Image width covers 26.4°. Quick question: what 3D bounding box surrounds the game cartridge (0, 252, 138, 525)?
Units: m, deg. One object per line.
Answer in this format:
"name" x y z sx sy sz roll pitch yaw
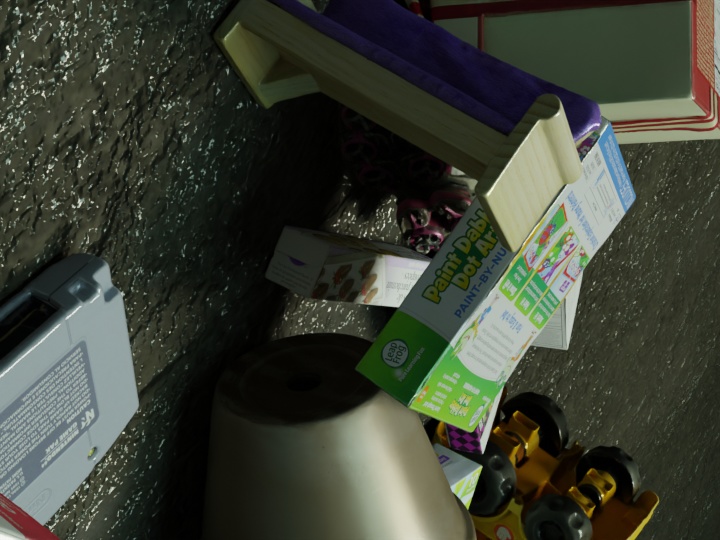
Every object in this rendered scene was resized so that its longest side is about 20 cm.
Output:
"game cartridge" -0.194 0.096 0.788 0.200 0.041 0.133 -45 146 -36

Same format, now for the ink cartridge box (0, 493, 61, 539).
"ink cartridge box" -0.233 0.140 0.635 0.145 0.083 0.200 -57 143 -5

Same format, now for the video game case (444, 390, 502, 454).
"video game case" 0.102 0.027 1.264 0.200 0.036 0.181 76 29 -55

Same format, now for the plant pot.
"plant pot" -0.025 0.144 1.020 0.200 0.200 0.174 -39 130 -44

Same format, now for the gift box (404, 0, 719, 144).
"gift box" 0.137 -0.181 1.001 0.185 0.187 0.200 23 66 -67

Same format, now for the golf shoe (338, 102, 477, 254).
"golf shoe" 0.033 -0.091 1.042 0.200 0.073 0.092 57 28 -56

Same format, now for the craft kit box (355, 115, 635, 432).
"craft kit box" 0.091 0.003 0.947 0.198 0.048 0.200 -57 163 -1

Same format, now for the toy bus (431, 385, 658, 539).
"toy bus" 0.148 0.235 1.432 0.136 0.200 0.192 -30 147 -51

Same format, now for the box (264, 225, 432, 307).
"box" 0.000 0.000 1.080 0.200 0.041 0.039 9 106 -64

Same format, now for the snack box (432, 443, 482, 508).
"snack box" 0.018 0.240 1.272 0.200 0.053 0.142 -22 132 -56

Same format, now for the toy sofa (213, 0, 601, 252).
"toy sofa" 0.028 -0.105 0.837 0.098 0.200 0.083 -53 154 -8

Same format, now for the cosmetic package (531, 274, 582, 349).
"cosmetic package" 0.166 -0.041 1.288 0.083 0.051 0.200 81 21 -54
